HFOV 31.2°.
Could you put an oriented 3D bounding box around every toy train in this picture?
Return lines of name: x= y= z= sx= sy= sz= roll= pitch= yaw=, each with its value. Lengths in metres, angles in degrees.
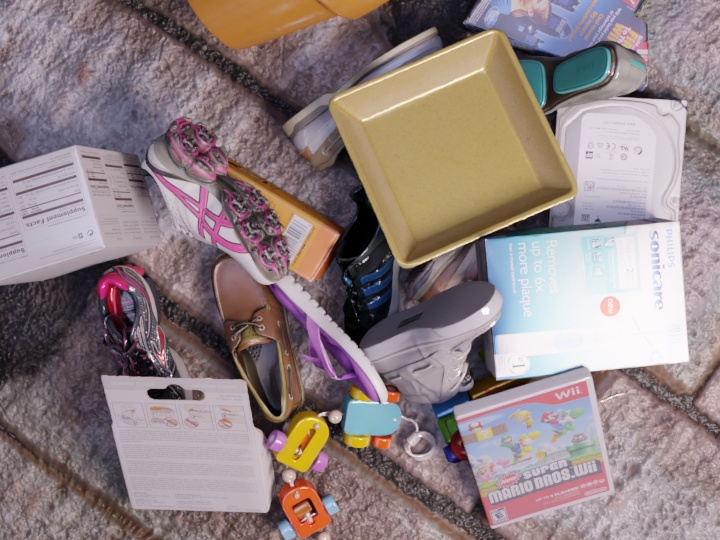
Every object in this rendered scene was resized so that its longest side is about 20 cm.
toy train: x=0.169 y=0.122 z=1.388 sx=0.200 sy=0.085 sz=0.116 roll=-25 pitch=76 yaw=8
toy train: x=-0.025 y=0.204 z=1.429 sx=0.200 sy=0.056 sz=0.150 roll=-33 pitch=114 yaw=-2

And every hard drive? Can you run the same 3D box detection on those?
hard drive: x=0.273 y=-0.086 z=1.382 sx=0.139 sy=0.038 sz=0.200 roll=5 pitch=94 yaw=8

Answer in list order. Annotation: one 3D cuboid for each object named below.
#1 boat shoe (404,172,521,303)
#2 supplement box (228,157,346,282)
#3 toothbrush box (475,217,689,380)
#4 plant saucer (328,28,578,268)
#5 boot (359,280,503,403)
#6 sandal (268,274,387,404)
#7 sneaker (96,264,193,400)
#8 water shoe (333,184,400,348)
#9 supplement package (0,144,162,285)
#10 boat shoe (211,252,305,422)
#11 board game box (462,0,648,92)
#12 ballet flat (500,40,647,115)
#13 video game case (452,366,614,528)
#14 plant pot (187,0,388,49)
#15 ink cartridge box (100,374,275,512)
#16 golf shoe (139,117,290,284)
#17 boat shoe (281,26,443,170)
boat shoe: x=0.134 y=-0.032 z=1.390 sx=0.072 sy=0.076 sz=0.200 roll=41 pitch=99 yaw=-6
supplement box: x=-0.117 y=-0.066 z=1.420 sx=0.200 sy=0.067 sz=0.069 roll=33 pitch=99 yaw=6
toothbrush box: x=0.225 y=0.027 z=1.321 sx=0.200 sy=0.085 sz=0.147 roll=-4 pitch=95 yaw=-2
plant saucer: x=0.094 y=-0.122 z=1.331 sx=0.200 sy=0.048 sz=0.200 roll=-23 pitch=78 yaw=-2
boot: x=0.092 y=0.079 z=1.312 sx=0.096 sy=0.200 sz=0.074 roll=49 pitch=53 yaw=-16
sandal: x=-0.044 y=0.079 z=1.379 sx=0.050 sy=0.082 sz=0.203 roll=-38 pitch=61 yaw=-10
sneaker: x=-0.251 y=0.093 z=1.439 sx=0.081 sy=0.075 sz=0.200 roll=-21 pitch=90 yaw=7
water shoe: x=0.000 y=0.000 z=1.386 sx=0.071 sy=0.079 sz=0.200 roll=23 pitch=105 yaw=50
supplement package: x=-0.325 y=-0.056 z=1.379 sx=0.155 sy=0.200 sz=0.111 roll=-16 pitch=89 yaw=8
boat shoe: x=-0.113 y=0.071 z=1.423 sx=0.072 sy=0.068 sz=0.200 roll=-25 pitch=89 yaw=8
board game box: x=0.246 y=-0.289 z=1.365 sx=0.200 sy=0.062 sz=0.200 roll=34 pitch=96 yaw=4
ballet flat: x=0.211 y=-0.191 z=1.333 sx=0.064 sy=0.200 sz=0.068 roll=8 pitch=83 yaw=-36
video game case: x=0.184 y=0.189 z=1.344 sx=0.143 sy=0.017 sz=0.200 roll=-17 pitch=132 yaw=3
plant pot: x=-0.085 y=-0.330 z=1.354 sx=0.183 sy=0.200 sz=0.200 roll=-28 pitch=88 yaw=24
ink cartridge box: x=-0.184 y=0.179 z=1.399 sx=0.161 sy=0.050 sz=0.200 roll=1 pitch=125 yaw=8
golf shoe: x=-0.152 y=-0.062 z=1.365 sx=0.092 sy=0.073 sz=0.200 roll=-40 pitch=84 yaw=33
boat shoe: x=0.013 y=-0.186 z=1.399 sx=0.200 sy=0.075 sz=0.068 roll=-34 pitch=94 yaw=15
